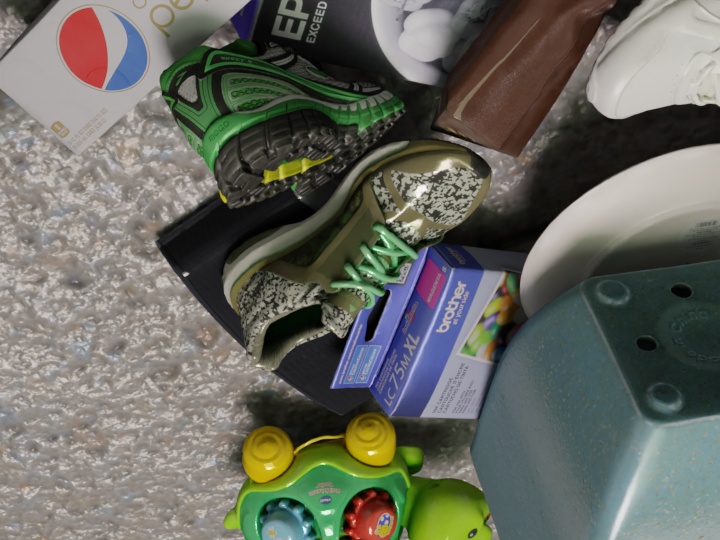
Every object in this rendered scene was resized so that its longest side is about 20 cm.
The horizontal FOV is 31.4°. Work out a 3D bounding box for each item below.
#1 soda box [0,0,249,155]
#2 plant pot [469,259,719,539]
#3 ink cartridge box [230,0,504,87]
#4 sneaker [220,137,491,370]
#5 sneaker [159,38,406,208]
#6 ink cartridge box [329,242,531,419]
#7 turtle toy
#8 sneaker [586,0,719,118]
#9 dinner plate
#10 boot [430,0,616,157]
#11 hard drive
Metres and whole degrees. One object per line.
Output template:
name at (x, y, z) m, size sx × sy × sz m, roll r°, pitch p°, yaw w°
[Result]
soda box at (-0.104, -0.148, 0.669) m, size 0.200 × 0.064 × 0.068 m, roll -35°, pitch 112°, yaw 31°
plant pot at (0.191, 0.106, 0.784) m, size 0.196 × 0.196 × 0.200 m, roll -8°, pitch 135°, yaw -9°
ink cartridge box at (0.003, -0.202, 0.685) m, size 0.200 × 0.043 × 0.198 m, roll 9°, pitch 129°, yaw -16°
sneaker at (0.000, 0.000, 0.760) m, size 0.200 × 0.089 × 0.077 m, roll -35°, pitch 131°, yaw 29°
sneaker at (-0.037, -0.093, 0.701) m, size 0.078 × 0.200 × 0.085 m, roll -37°, pitch 84°, yaw 18°
ink cartridge box at (0.087, 0.045, 0.872) m, size 0.200 × 0.042 × 0.119 m, roll 7°, pitch 117°, yaw -31°
turtle toy at (-0.002, 0.181, 0.956) m, size 0.200 × 0.101 × 0.146 m, roll -7°, pitch 146°, yaw -3°
sneaker at (0.228, -0.123, 0.726) m, size 0.200 × 0.099 × 0.078 m, roll -22°, pitch 154°, yaw -7°
dinner plate at (0.201, -0.003, 0.820) m, size 0.200 × 0.024 × 0.200 m, roll -10°, pitch 140°, yaw -8°
boot at (0.092, -0.148, 0.672) m, size 0.200 × 0.064 × 0.186 m, roll -50°, pitch 151°, yaw 16°
hard drive at (-0.028, 0.017, 0.868) m, size 0.135 × 0.042 × 0.200 m, roll -32°, pitch 128°, yaw 17°
